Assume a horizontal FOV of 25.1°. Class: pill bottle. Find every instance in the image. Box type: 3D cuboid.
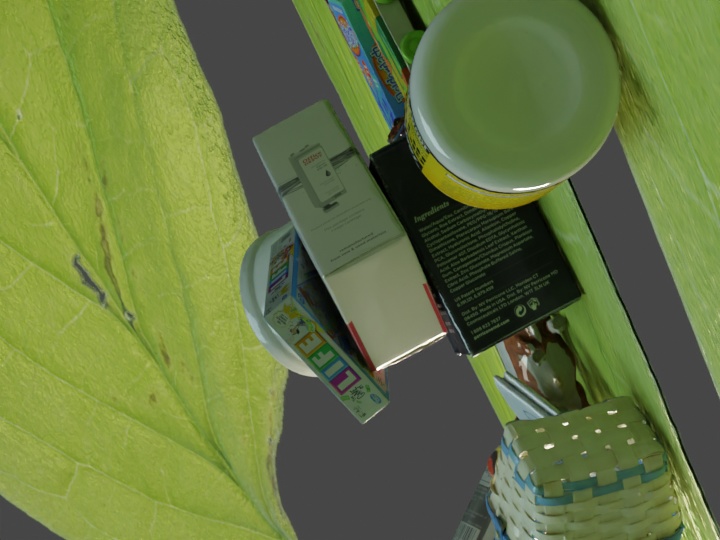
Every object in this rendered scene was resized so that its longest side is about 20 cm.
[{"bbox_3d":[0.081,-0.094,0.936,0.113,0.112,0.200,63,179,2],"label":"pill bottle"},{"bbox_3d":[0.195,0.281,1.962,0.113,0.201,0.114,26,174,3],"label":"pill bottle"}]

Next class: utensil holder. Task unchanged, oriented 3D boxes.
[{"bbox_3d":[0.000,0.000,1.691,0.169,0.200,0.171,25,-128,-36],"label":"utensil holder"}]

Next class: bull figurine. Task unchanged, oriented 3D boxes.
[{"bbox_3d":[0.186,0.088,1.673,0.201,0.065,0.121,58,174,-15],"label":"bull figurine"}]

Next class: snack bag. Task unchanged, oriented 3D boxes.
[{"bbox_3d":[0.227,0.190,1.622,0.188,0.021,0.200,37,171,31],"label":"snack bag"}]

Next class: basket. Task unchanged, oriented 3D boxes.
[{"bbox_3d":[0.201,0.217,1.432,0.139,0.175,0.201,-118,20,-56],"label":"basket"}]

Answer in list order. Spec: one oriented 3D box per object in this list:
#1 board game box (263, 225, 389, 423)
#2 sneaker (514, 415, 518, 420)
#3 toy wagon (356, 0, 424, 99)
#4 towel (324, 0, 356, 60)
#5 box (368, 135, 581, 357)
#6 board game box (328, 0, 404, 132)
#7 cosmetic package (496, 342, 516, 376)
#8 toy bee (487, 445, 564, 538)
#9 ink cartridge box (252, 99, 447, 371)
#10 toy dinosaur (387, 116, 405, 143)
[{"bbox_3d":[-0.030,0.046,1.503,0.135,0.034,0.200,47,-168,-15],"label":"board game box"},{"bbox_3d":[0.242,0.228,1.797,0.200,0.070,0.093,49,179,1],"label":"sneaker"},{"bbox_3d":[0.029,-0.252,1.623,0.201,0.039,0.155,63,179,9],"label":"toy wagon"},{"bbox_3d":[-0.001,-0.310,2.259,0.144,0.023,0.200,61,-178,-31],"label":"towel"},{"bbox_3d":[0.099,-0.034,1.494,0.201,0.117,0.197,62,178,2],"label":"box"},{"bbox_3d":[0.028,-0.237,1.898,0.201,0.045,0.152,64,179,-13],"label":"board game box"},{"bbox_3d":[0.198,0.102,1.869,0.151,0.051,0.200,64,180,43],"label":"cosmetic package"},{"bbox_3d":[0.210,0.238,1.617,0.200,0.109,0.131,52,-152,21],"label":"toy bee"},{"bbox_3d":[-0.010,-0.033,1.450,0.200,0.082,0.147,61,179,43],"label":"ink cartridge box"},{"bbox_3d":[0.089,-0.085,1.802,0.200,0.105,0.182,47,-149,-46],"label":"toy dinosaur"}]
